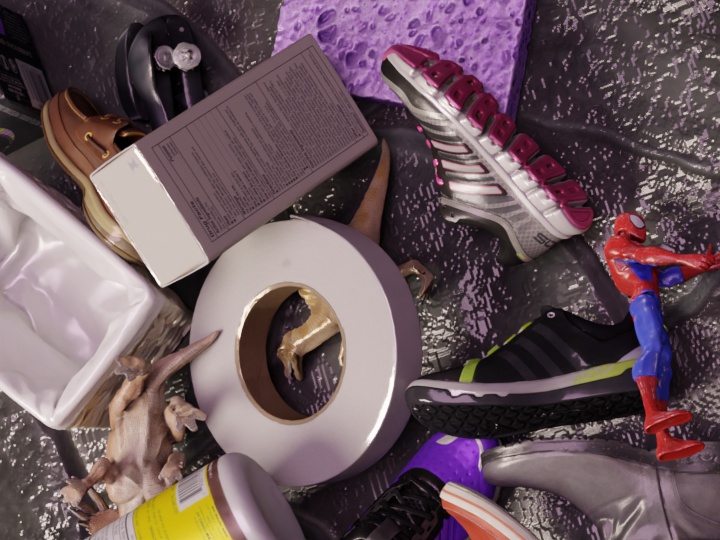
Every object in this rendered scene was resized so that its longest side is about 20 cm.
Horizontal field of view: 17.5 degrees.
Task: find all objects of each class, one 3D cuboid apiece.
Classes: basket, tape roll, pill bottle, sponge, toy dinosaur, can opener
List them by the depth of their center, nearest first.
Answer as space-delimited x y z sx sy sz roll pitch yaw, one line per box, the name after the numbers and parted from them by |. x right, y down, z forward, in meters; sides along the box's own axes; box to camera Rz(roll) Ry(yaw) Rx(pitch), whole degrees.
-0.144 0.225 1.697 0.200 0.109 0.110 -32 74 10 | pill bottle
-0.043 0.061 1.756 0.202 0.037 0.204 0 90 37 | tape roll
0.000 0.000 1.779 0.101 0.058 0.201 26 91 21 | toy dinosaur
-0.170 0.137 1.786 0.085 0.136 0.201 18 77 -2 | toy dinosaur
0.033 -0.183 1.809 0.199 0.030 0.112 11 86 19 | sponge
-0.244 0.018 1.821 0.200 0.123 0.136 40 95 18 | basket
-0.144 -0.106 1.849 0.063 0.079 0.201 -10 80 -23 | can opener

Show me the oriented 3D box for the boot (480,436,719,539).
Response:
0.182 0.188 1.678 0.199 0.070 0.132 1 83 12 | boot

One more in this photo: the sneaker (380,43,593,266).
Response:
0.077 -0.080 1.744 0.200 0.074 0.087 45 116 0 | sneaker

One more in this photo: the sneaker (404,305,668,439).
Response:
0.128 0.070 1.713 0.199 0.072 0.083 -5 64 -7 | sneaker

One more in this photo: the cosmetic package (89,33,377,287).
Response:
-0.091 -0.084 1.736 0.073 0.200 0.104 -26 97 51 | cosmetic package

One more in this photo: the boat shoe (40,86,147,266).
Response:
-0.189 -0.085 1.814 0.068 0.072 0.200 -46 43 12 | boat shoe

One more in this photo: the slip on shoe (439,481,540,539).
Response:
0.123 0.233 1.678 0.061 0.074 0.200 -41 91 -5 | slip on shoe

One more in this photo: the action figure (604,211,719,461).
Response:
0.231 0.030 1.663 0.099 0.065 0.201 -18 51 8 | action figure

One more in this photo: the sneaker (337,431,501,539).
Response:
0.031 0.193 1.716 0.069 0.100 0.200 37 91 19 | sneaker

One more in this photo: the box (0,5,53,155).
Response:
-0.362 -0.129 1.881 0.199 0.122 0.106 -26 76 13 | box
